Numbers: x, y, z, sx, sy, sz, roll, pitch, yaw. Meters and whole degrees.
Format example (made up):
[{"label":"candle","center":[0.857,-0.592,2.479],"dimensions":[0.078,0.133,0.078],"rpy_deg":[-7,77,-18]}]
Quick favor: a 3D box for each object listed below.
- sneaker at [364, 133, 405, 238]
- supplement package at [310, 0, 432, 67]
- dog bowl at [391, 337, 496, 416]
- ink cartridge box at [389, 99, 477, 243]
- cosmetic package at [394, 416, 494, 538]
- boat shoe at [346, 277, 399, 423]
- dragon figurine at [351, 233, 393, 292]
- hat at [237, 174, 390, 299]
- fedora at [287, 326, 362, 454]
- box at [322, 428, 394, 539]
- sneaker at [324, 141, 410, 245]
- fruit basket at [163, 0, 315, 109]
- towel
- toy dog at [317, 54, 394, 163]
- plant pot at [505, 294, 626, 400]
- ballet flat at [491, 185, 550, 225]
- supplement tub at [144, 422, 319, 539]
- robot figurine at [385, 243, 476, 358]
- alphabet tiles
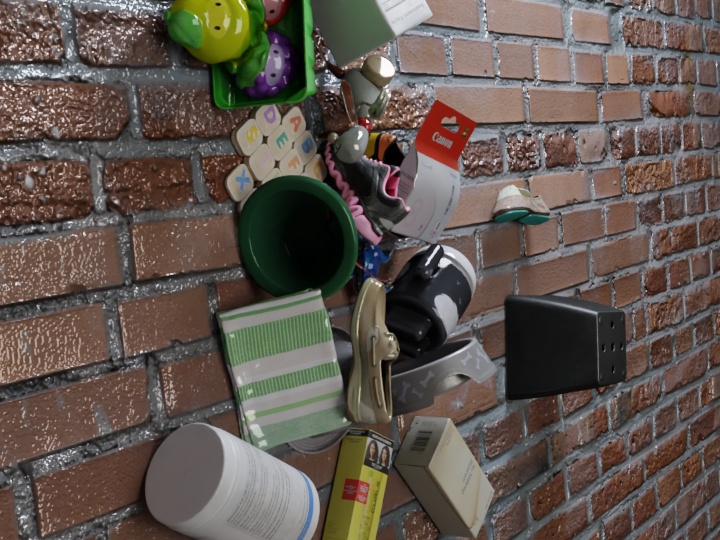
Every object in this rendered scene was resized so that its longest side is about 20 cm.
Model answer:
[{"label":"sneaker","center":[0.056,-0.128,1.687],"dimensions":[0.200,0.090,0.070],"rpy_deg":[60,45,-33]},{"label":"supplement package","center":[-0.010,-0.416,1.553],"dimensions":[0.117,0.117,0.201],"rpy_deg":[-42,107,-47]},{"label":"dog bowl","center":[0.107,0.162,1.667],"dimensions":[0.200,0.200,0.059],"rpy_deg":[-24,94,-52]},{"label":"ink cartridge box","center":[0.114,-0.144,1.651],"dimensions":[0.200,0.057,0.162],"rpy_deg":[-57,153,11]},{"label":"cosmetic package","center":[0.141,0.344,1.800],"dimensions":[0.200,0.073,0.104],"rpy_deg":[57,46,-34]},{"label":"boat shoe","center":[0.024,0.110,1.491],"dimensions":[0.072,0.065,0.201],"rpy_deg":[34,60,-67]},{"label":"dragon figurine","center":[0.000,0.000,1.632],"dimensions":[0.099,0.059,0.201],"rpy_deg":[23,70,-51]},{"label":"hat","center":[-0.066,-0.050,1.520],"dimensions":[0.176,0.165,0.201],"rpy_deg":[-54,136,-71]},{"label":"fedora","center":[-0.028,0.171,1.559],"dimensions":[0.200,0.090,0.178],"rpy_deg":[-30,112,-50]},{"label":"box","center":[-0.005,0.342,1.617],"dimensions":[0.075,0.050,0.201],"rpy_deg":[36,61,-48]},{"label":"sneaker","center":[0.015,-0.132,1.576],"dimensions":[0.079,0.095,0.200],"rpy_deg":[36,25,-51]},{"label":"fruit basket","center":[-0.146,-0.312,1.389],"dimensions":[0.215,0.155,0.217],"rpy_deg":[-2,90,-71]},{"label":"towel","center":[-0.102,0.134,1.448],"dimensions":[0.152,0.023,0.201],"rpy_deg":[-15,104,-13]},{"label":"toy dog","center":[-0.018,-0.246,1.583],"dimensions":[0.200,0.096,0.132],"rpy_deg":[-80,-165,-65]},{"label":"plant pot","center":[0.403,0.144,2.080],"dimensions":[0.199,0.177,0.201],"rpy_deg":[2,86,-54]},{"label":"ballet flat","center":[0.294,-0.125,2.050],"dimensions":[0.200,0.068,0.068],"rpy_deg":[4,66,-59]},{"label":"supplement tub","center":[-0.155,0.282,1.348],"dimensions":[0.200,0.131,0.132],"rpy_deg":[41,57,-46]},{"label":"robot figurine","center":[0.103,0.046,1.721],"dimensions":[0.125,0.150,0.200],"rpy_deg":[46,50,-11]},{"label":"alphabet tiles","center":[-0.112,-0.132,1.522],"dimensions":[0.196,0.015,0.201],"rpy_deg":[-53,129,-41]}]
